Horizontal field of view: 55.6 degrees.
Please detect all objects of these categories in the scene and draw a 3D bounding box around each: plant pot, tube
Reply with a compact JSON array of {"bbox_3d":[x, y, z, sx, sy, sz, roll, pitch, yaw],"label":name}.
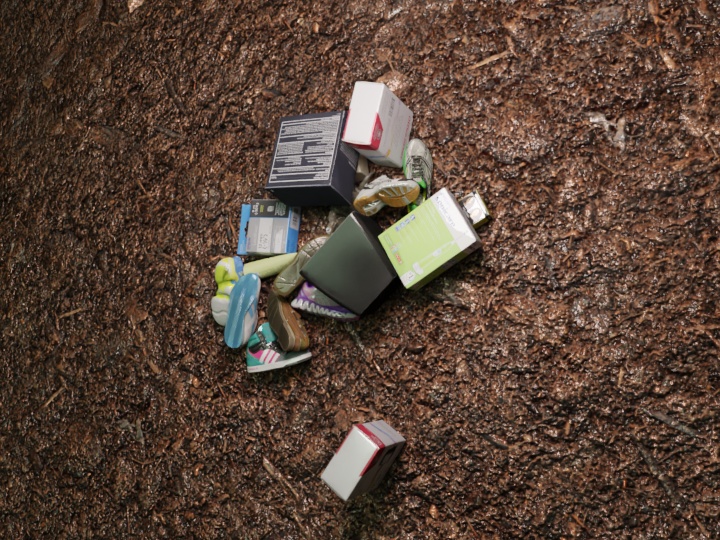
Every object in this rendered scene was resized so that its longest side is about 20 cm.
[{"bbox_3d":[0.000,0.000,1.672,0.200,0.199,0.178,-45,77,11],"label":"plant pot"},{"bbox_3d":[-0.225,-0.015,1.842,0.196,0.058,0.053,-14,111,27],"label":"tube"}]

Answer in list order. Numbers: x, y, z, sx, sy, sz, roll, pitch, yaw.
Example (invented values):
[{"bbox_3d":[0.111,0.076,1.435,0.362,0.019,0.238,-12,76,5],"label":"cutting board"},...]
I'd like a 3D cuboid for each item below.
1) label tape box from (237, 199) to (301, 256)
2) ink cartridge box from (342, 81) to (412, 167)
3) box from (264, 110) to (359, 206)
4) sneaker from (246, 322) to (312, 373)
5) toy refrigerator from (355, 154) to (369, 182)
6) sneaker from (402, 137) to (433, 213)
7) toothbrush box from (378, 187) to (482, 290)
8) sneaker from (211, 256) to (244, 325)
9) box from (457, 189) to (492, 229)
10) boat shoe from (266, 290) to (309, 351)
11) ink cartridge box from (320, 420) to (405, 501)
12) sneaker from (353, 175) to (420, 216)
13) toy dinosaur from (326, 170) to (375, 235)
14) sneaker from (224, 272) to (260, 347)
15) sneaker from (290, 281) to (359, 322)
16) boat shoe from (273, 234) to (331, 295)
[{"bbox_3d":[-0.265,-0.116,1.876,0.195,0.066,0.148,3,83,24],"label":"label tape box"},{"bbox_3d":[0.047,-0.355,1.685,0.084,0.199,0.152,11,86,25],"label":"ink cartridge box"},{"bbox_3d":[-0.115,-0.275,1.719,0.195,0.123,0.204,2,70,28],"label":"box"},{"bbox_3d":[-0.222,0.196,1.800,0.195,0.083,0.124,-12,86,24],"label":"sneaker"},{"bbox_3d":[-0.081,-0.264,1.810,0.195,0.070,0.078,-12,76,22],"label":"toy refrigerator"},{"bbox_3d":[0.147,-0.230,1.683,0.076,0.085,0.206,-5,80,2],"label":"sneaker"},{"bbox_3d":[0.163,-0.070,1.602,0.198,0.086,0.148,-36,73,17],"label":"toothbrush box"},{"bbox_3d":[-0.355,0.052,1.894,0.074,0.105,0.204,22,120,16],"label":"sneaker"},{"bbox_3d":[0.217,-0.109,1.657,0.197,0.050,0.077,-32,72,18],"label":"box"},{"bbox_3d":[-0.190,0.135,1.780,0.073,0.067,0.202,-60,39,34],"label":"boat shoe"},{"bbox_3d":[0.011,0.435,1.584,0.085,0.199,0.150,34,96,24],"label":"ink cartridge box"},{"bbox_3d":[0.066,-0.202,1.664,0.197,0.076,0.089,-10,44,42],"label":"sneaker"},{"bbox_3d":[-0.031,-0.183,1.776,0.200,0.103,0.077,-43,22,0],"label":"toy dinosaur"},{"bbox_3d":[-0.313,0.106,1.849,0.075,0.081,0.205,17,93,17],"label":"sneaker"},{"bbox_3d":[-0.085,0.075,1.758,0.196,0.080,0.091,13,79,27],"label":"sneaker"},{"bbox_3d":[-0.143,-0.015,1.764,0.201,0.066,0.072,-44,91,-2],"label":"boat shoe"}]
